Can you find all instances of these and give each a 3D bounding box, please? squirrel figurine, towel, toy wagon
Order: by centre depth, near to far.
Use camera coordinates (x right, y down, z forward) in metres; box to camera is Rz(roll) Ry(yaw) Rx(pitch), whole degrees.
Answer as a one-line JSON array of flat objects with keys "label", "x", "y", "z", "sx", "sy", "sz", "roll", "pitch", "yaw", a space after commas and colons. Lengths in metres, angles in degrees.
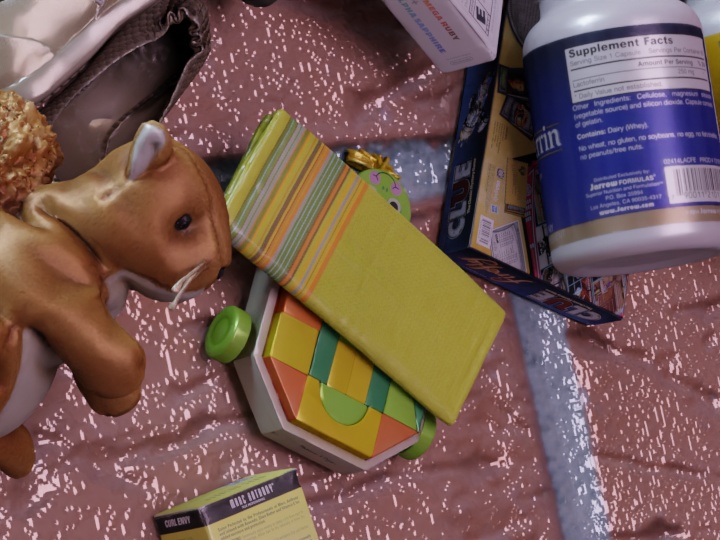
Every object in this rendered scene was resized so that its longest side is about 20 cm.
[{"label": "squirrel figurine", "x": -0.169, "y": -0.016, "z": 1.223, "sx": 0.187, "sy": 0.142, "sz": 0.200, "roll": -42, "pitch": 78, "yaw": -1}, {"label": "towel", "x": 0.000, "y": 0.000, "z": 1.410, "sx": 0.200, "sy": 0.018, "sz": 0.086, "roll": 41, "pitch": 62, "yaw": -25}, {"label": "toy wagon", "x": -0.007, "y": 0.015, "z": 1.435, "sx": 0.155, "sy": 0.040, "sz": 0.201, "roll": 29, "pitch": 63, "yaw": -30}]

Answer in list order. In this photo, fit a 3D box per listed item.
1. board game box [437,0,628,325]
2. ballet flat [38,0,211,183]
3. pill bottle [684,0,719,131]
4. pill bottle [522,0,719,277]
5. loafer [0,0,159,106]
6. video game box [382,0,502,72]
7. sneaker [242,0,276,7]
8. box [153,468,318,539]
[{"label": "board game box", "x": 0.124, "y": -0.080, "z": 1.564, "sx": 0.135, "sy": 0.035, "sz": 0.201, "roll": 24, "pitch": 65, "yaw": -32}, {"label": "ballet flat", "x": -0.138, "y": -0.083, "z": 1.349, "sx": 0.067, "sy": 0.046, "sz": 0.200, "roll": 47, "pitch": 55, "yaw": -19}, {"label": "pill bottle", "x": 0.273, "y": -0.123, "z": 1.643, "sx": 0.112, "sy": 0.112, "sz": 0.201, "roll": -10, "pitch": 85, "yaw": -39}, {"label": "pill bottle", "x": 0.162, "y": -0.103, "z": 1.502, "sx": 0.115, "sy": 0.116, "sz": 0.201, "roll": -1, "pitch": 80, "yaw": -39}, {"label": "loafer", "x": -0.152, "y": -0.164, "z": 1.338, "sx": 0.068, "sy": 0.076, "sz": 0.200, "roll": 55, "pitch": 53, "yaw": -22}, {"label": "video game box", "x": 0.032, "y": -0.252, "z": 1.471, "sx": 0.182, "sy": 0.047, "sz": 0.201, "roll": 49, "pitch": 39, "yaw": -43}, {"label": "sneaker", "x": -0.080, "y": -0.253, "z": 1.420, "sx": 0.114, "sy": 0.076, "sz": 0.200, "roll": 17, "pitch": 67, "yaw": -33}, {"label": "box", "x": -0.045, "y": 0.217, "z": 1.350, "sx": 0.075, "sy": 0.050, "sz": 0.201, "roll": -20, "pitch": 92, "yaw": -40}]
